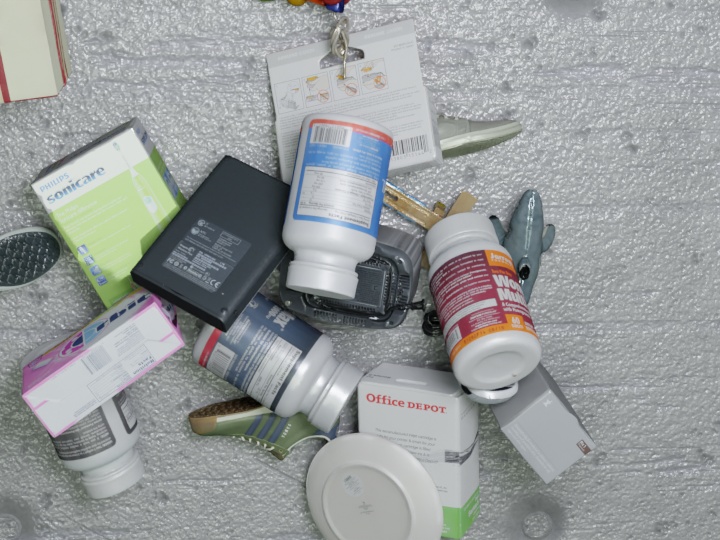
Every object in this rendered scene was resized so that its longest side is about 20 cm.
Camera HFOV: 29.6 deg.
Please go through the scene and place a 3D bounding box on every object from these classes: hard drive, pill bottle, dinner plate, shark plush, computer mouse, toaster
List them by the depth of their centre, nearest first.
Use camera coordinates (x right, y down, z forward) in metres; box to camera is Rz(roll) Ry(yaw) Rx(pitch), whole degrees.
[{"bbox_3d":[-0.030,-0.073,1.584,0.111,0.112,0.202,11,84,-7],"label":"pill bottle"},{"bbox_3d":[-0.160,-0.037,1.628,0.139,0.033,0.200,27,63,19],"label":"hard drive"},{"bbox_3d":[0.143,0.034,1.656,0.109,0.201,0.110,-9,145,-7],"label":"pill bottle"},{"bbox_3d":[0.000,0.000,1.703,0.198,0.129,0.115,9,107,10],"label":"toaster"},{"bbox_3d":[-0.102,0.114,1.725,0.199,0.120,0.120,32,102,4],"label":"pill bottle"},{"bbox_3d":[0.193,0.000,1.726,0.090,0.083,0.201,20,79,-5],"label":"shark plush"},{"bbox_3d":[0.146,0.116,1.730,0.109,0.200,0.044,2,120,-9],"label":"computer mouse"},{"bbox_3d":[-0.351,0.187,1.757,0.110,0.111,0.201,-19,106,2],"label":"pill bottle"},{"bbox_3d":[0.013,0.309,1.780,0.199,0.024,0.202,8,109,25],"label":"dinner plate"}]

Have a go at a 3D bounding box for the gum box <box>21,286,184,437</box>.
[{"bbox_3d":[-0.304,0.100,1.630,0.199,0.114,0.066,-35,108,-4],"label":"gum box"}]

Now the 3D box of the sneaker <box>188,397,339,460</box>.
[{"bbox_3d":[-0.122,0.212,1.801,0.198,0.067,0.091,-12,102,-4],"label":"sneaker"}]

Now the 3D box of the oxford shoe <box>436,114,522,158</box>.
[{"bbox_3d":[0.104,-0.171,1.709,0.198,0.075,0.058,-10,80,-2],"label":"oxford shoe"}]

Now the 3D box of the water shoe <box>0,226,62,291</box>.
[{"bbox_3d":[-0.475,-0.003,1.716,0.199,0.079,0.072,-28,112,-22],"label":"water shoe"}]

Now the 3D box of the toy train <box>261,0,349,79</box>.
[{"bbox_3d":[-0.070,-0.333,1.635,0.115,0.085,0.202,3,100,6],"label":"toy train"}]

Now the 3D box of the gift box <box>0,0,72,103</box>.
[{"bbox_3d":[-0.447,-0.293,1.572,0.198,0.185,0.188,-8,109,-8],"label":"gift box"}]

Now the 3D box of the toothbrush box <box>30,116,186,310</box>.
[{"bbox_3d":[-0.292,-0.065,1.700,0.145,0.086,0.201,-29,107,4],"label":"toothbrush box"}]

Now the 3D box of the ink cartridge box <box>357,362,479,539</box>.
[{"bbox_3d":[0.077,0.233,1.786,0.144,0.084,0.202,7,108,24],"label":"ink cartridge box"}]

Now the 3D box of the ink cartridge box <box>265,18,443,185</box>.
[{"bbox_3d":[-0.009,-0.198,1.676,0.198,0.045,0.178,-11,81,17],"label":"ink cartridge box"}]

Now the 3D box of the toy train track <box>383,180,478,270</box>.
[{"bbox_3d":[0.076,-0.077,1.754,0.199,0.033,0.115,31,109,-6],"label":"toy train track"}]

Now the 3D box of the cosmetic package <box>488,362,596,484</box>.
[{"bbox_3d":[0.218,0.173,1.744,0.090,0.200,0.107,-38,107,9],"label":"cosmetic package"}]
